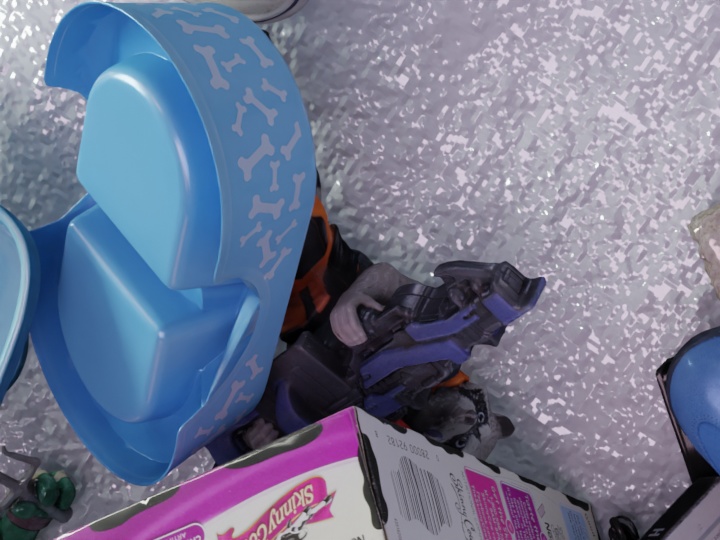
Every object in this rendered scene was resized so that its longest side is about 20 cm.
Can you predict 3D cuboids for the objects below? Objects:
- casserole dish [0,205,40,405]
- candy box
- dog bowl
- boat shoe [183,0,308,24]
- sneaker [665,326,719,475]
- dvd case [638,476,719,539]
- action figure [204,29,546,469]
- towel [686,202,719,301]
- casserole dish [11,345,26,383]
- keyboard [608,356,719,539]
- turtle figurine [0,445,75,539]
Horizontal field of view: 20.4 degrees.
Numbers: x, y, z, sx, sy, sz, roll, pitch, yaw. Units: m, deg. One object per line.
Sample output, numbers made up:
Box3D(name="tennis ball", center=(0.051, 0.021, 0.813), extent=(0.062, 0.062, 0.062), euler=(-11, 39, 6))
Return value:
Box3D(name="casserole dish", center=(-0.190, 0.041, 0.766), extent=(0.121, 0.039, 0.201), euler=(26, 99, 15))
Box3D(name="candy box", center=(-0.002, 0.122, 0.764), extent=(0.136, 0.200, 0.061), euler=(-25, 64, 23))
Box3D(name="dog bowl", center=(-0.070, -0.012, 0.725), extent=(0.112, 0.049, 0.200), euler=(47, 140, 30))
Box3D(name="boat shoe", center=(-0.101, -0.165, 0.769), extent=(0.200, 0.070, 0.071), euler=(44, 114, 0))
Box3D(name="sneaker", center=(0.192, 0.096, 0.712), extent=(0.200, 0.078, 0.066), euler=(41, 110, -2))
Box3D(name="dvd case", center=(0.144, 0.203, 0.763), extent=(0.200, 0.150, 0.025), euler=(52, 156, -8))
Box3D(name="action figure", center=(0.000, 0.000, 0.778), extent=(0.200, 0.105, 0.194), euler=(-25, 105, 43))
Box3D(name="towel", center=(0.217, 0.047, 0.751), extent=(0.132, 0.034, 0.201), euler=(-22, 100, 13))
Box3D(name="casserole dish", center=(-0.206, -0.010, 0.829), extent=(0.121, 0.039, 0.201), euler=(-26, 76, 9))
Box3D(name="keyboard", center=(0.164, 0.126, 0.809), extent=(0.127, 0.021, 0.201), euler=(-18, 100, 15))
Box3D(name="turtle figurine", center=(-0.182, 0.148, 0.883), extent=(0.150, 0.101, 0.200), euler=(-43, 94, -17))
